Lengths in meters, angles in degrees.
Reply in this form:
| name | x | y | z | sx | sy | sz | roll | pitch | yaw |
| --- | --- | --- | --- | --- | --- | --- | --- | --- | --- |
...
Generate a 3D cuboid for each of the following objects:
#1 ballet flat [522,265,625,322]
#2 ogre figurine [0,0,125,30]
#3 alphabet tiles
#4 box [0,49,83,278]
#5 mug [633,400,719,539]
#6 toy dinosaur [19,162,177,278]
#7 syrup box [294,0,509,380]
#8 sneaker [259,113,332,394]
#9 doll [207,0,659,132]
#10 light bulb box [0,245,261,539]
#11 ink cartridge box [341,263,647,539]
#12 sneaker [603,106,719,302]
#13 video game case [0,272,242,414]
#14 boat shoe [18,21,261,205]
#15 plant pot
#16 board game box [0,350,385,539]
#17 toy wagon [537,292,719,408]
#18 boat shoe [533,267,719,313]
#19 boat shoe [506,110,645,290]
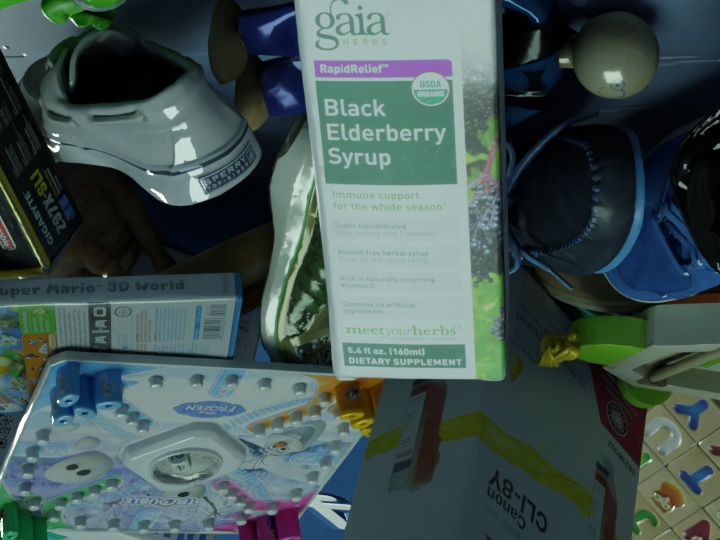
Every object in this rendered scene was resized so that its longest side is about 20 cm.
| name | x | y | z | sx | sy | sz | roll | pitch | yaw |
| --- | --- | --- | --- | --- | --- | --- | --- | --- | --- |
| ballet flat | 0.085 | 0.008 | 0.963 | 0.200 | 0.072 | 0.072 | 23 | 156 | -7 |
| ogre figurine | -0.158 | -0.146 | 0.673 | 0.120 | 0.098 | 0.200 | 3 | 149 | 45 |
| alphabet tiles | 0.162 | 0.123 | 1.032 | 0.166 | 0.006 | 0.200 | 49 | 140 | 6 |
| box | -0.248 | -0.084 | 0.802 | 0.159 | 0.049 | 0.200 | -3 | 126 | 26 |
| mug | 0.266 | 0.094 | 1.045 | 0.149 | 0.186 | 0.153 | 53 | 149 | 11 |
| toy dinosaur | -0.169 | -0.035 | 0.954 | 0.086 | 0.136 | 0.200 | -29 | 175 | 18 |
| syrup box | 0.023 | -0.054 | 0.705 | 0.079 | 0.081 | 0.200 | 0 | 126 | 7 |
| sneaker | 0.000 | 0.000 | 0.877 | 0.089 | 0.077 | 0.200 | 21 | 135 | 19 |
| doll | 0.037 | -0.098 | 0.760 | 0.200 | 0.049 | 0.137 | -2 | 149 | 13 |
| light bulb box | -0.188 | 0.082 | 1.099 | 0.198 | 0.200 | 0.125 | 21 | 156 | -22 |
| ink cartridge box | 0.077 | 0.120 | 0.885 | 0.083 | 0.200 | 0.145 | -21 | 127 | 35 |
| sneaker | 0.159 | -0.028 | 0.740 | 0.200 | 0.111 | 0.077 | -35 | 89 | 46 |
| video game case | -0.166 | 0.041 | 0.863 | 0.200 | 0.018 | 0.143 | -2 | 154 | -10 |
| boat shoe | -0.118 | -0.089 | 0.795 | 0.200 | 0.074 | 0.065 | 19 | 143 | 49 |
| plant pot | -0.097 | 0.019 | 0.969 | 0.200 | 0.028 | 0.200 | -27 | 176 | -2 |
| board game box | -0.101 | 0.114 | 0.946 | 0.200 | 0.026 | 0.200 | 4 | 144 | -23 |
| toy wagon | 0.192 | 0.044 | 0.867 | 0.200 | 0.040 | 0.155 | 10 | 164 | -14 |
| boat shoe | 0.170 | -0.025 | 0.859 | 0.200 | 0.074 | 0.069 | -5 | 139 | 37 |
| boat shoe | 0.081 | -0.027 | 0.819 | 0.069 | 0.084 | 0.200 | 3 | 171 | -13 |
